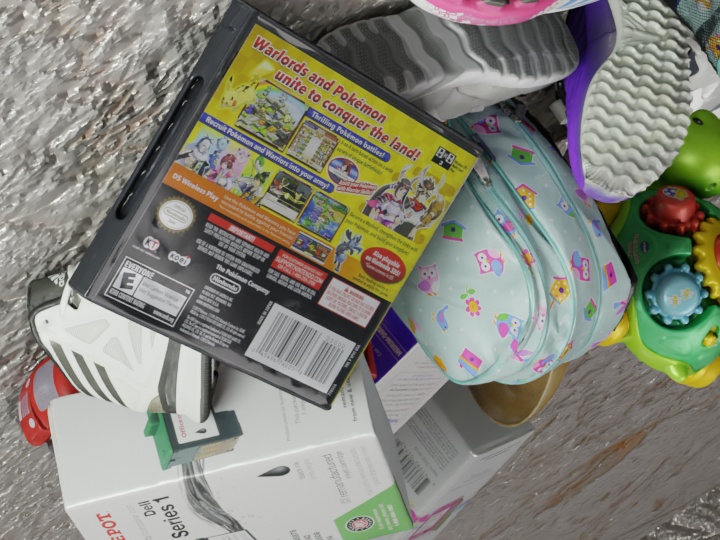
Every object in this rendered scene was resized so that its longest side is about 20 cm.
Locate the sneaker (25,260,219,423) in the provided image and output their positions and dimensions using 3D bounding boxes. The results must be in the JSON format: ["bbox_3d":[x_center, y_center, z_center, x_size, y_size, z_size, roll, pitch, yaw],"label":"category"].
[{"bbox_3d":[-0.140,0.000,1.413,0.076,0.115,0.201,-81,176,-59],"label":"sneaker"}]

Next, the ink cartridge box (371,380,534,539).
[{"bbox_3d":[0.023,0.139,1.954,0.085,0.145,0.200,-18,155,-48],"label":"ink cartridge box"}]

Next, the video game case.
[{"bbox_3d":[-0.043,-0.032,1.363,0.200,0.025,0.181,28,95,-42],"label":"video game case"}]

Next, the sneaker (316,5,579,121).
[{"bbox_3d":[0.041,-0.123,1.466,0.200,0.075,0.082,-11,161,-31],"label":"sneaker"}]

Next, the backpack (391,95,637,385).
[{"bbox_3d":[0.077,-0.021,1.555,0.126,0.200,0.167,-21,158,-39],"label":"backpack"}]

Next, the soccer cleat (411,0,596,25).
[{"bbox_3d":[0.088,-0.171,1.411,0.200,0.070,0.086,-13,171,-37],"label":"soccer cleat"}]

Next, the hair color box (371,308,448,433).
[{"bbox_3d":[-0.016,0.092,1.680,0.200,0.065,0.109,-47,159,19],"label":"hair color box"}]

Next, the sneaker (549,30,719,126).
[{"bbox_3d":[0.206,-0.157,1.639,0.199,0.080,0.130,-32,174,22],"label":"sneaker"}]

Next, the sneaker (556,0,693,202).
[{"bbox_3d":[0.159,-0.116,1.533,0.069,0.200,0.100,21,148,-15],"label":"sneaker"}]

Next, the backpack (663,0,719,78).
[{"bbox_3d":[0.262,-0.233,1.432,0.176,0.153,0.200,-29,170,-18],"label":"backpack"}]

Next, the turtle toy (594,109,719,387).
[{"bbox_3d":[0.222,-0.017,1.693,0.101,0.200,0.146,-21,149,38],"label":"turtle toy"}]

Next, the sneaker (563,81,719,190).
[{"bbox_3d":[0.218,-0.128,1.780,0.200,0.076,0.080,-42,151,4],"label":"sneaker"}]

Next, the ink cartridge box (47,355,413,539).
[{"bbox_3d":[-0.081,0.124,1.534,0.200,0.084,0.146,-15,148,4],"label":"ink cartridge box"}]

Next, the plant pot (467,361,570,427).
[{"bbox_3d":[0.109,0.009,1.701,0.027,0.200,0.200,-3,150,-20],"label":"plant pot"}]

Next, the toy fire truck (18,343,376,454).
[{"bbox_3d":[-0.106,0.070,1.568,0.200,0.049,0.141,6,146,-29],"label":"toy fire truck"}]
